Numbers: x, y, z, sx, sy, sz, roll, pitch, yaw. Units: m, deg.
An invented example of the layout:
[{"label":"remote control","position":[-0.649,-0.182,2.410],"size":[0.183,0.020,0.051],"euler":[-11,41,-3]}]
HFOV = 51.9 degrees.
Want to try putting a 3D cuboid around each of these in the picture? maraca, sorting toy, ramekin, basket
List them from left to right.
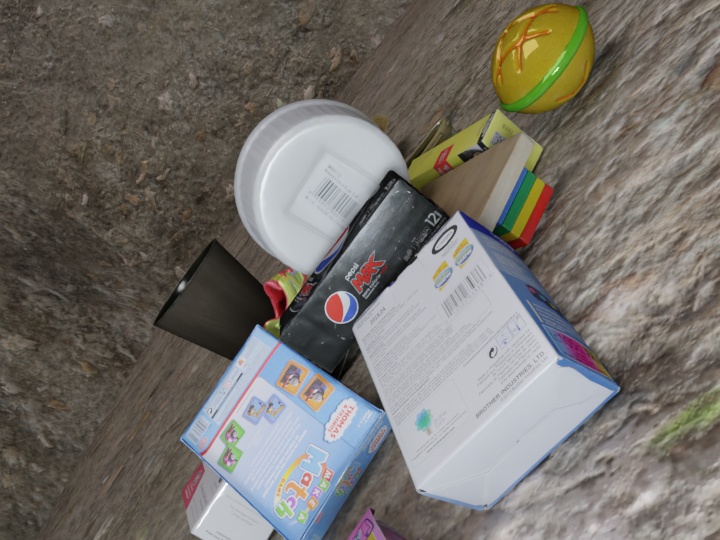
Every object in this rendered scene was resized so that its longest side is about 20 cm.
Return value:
[{"label":"basket","position":[-0.214,0.074,1.247],"size":[0.181,0.200,0.136],"euler":[-51,16,12]},{"label":"ramekin","position":[-0.039,-0.088,0.837],"size":[0.201,0.200,0.098],"euler":[-53,21,4]},{"label":"sorting toy","position":[0.096,-0.018,0.770],"size":[0.201,0.069,0.199],"euler":[-61,17,-22]},{"label":"maraca","position":[0.206,-0.249,0.863],"size":[0.137,0.107,0.200],"euler":[-50,16,18]}]

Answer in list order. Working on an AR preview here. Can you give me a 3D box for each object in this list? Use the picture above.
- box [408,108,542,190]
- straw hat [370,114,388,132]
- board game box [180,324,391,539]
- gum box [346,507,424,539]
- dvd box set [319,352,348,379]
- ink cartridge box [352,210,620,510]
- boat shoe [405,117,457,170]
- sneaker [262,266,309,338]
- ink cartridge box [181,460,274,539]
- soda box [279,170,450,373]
[{"label":"box","position":[0.126,-0.123,0.897],"size":[0.050,0.075,0.200],"euler":[-60,17,-20]},{"label":"straw hat","position":[-0.001,-0.200,1.416],"size":[0.201,0.085,0.202],"euler":[-34,30,22]},{"label":"board game box","position":[-0.081,0.166,0.766],"size":[0.200,0.037,0.152],"euler":[28,81,39]},{"label":"gum box","position":[0.018,0.243,0.451],"size":[0.114,0.066,0.200],"euler":[-56,15,-2]},{"label":"dvd box set","position":[-0.032,0.046,1.011],"size":[0.200,0.029,0.147],"euler":[-118,47,-73]},{"label":"ink cartridge box","position":[0.076,0.052,0.555],"size":[0.137,0.076,0.200],"euler":[-48,38,19]},{"label":"boat shoe","position":[0.064,-0.133,1.019],"size":[0.200,0.063,0.073],"euler":[-39,13,-17]},{"label":"sneaker","position":[-0.079,0.015,0.976],"size":[0.078,0.090,0.201],"euler":[125,160,-56]},{"label":"ink cartridge box","position":[-0.117,0.217,0.877],"size":[0.201,0.083,0.146],"euler":[-57,15,-8]},{"label":"soda box","position":[0.000,0.000,0.752],"size":[0.200,0.071,0.063],"euler":[-52,14,8]}]
